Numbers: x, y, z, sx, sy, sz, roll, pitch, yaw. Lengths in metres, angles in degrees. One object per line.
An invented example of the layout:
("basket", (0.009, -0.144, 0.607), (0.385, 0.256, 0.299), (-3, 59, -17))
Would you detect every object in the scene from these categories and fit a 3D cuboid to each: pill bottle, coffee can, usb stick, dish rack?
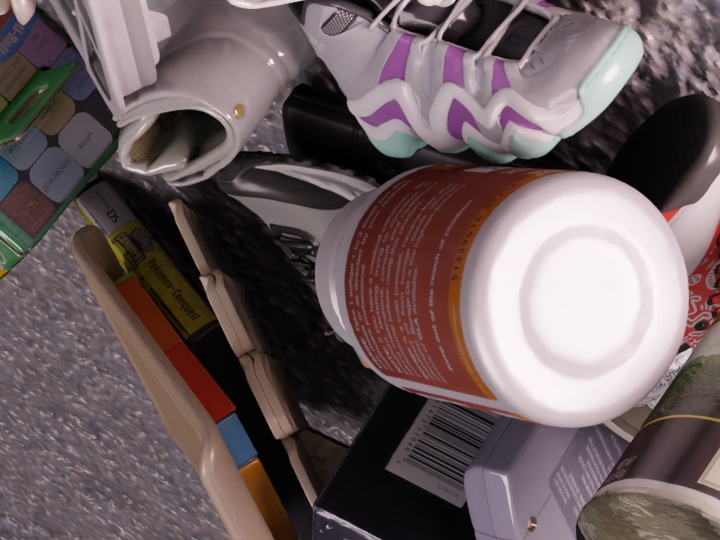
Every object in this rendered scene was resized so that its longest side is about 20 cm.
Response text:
("pill bottle", (0.056, 0.007, 1.288), (0.112, 0.112, 0.200), (49, 164, -20))
("coffee can", (0.207, 0.074, 1.237), (0.146, 0.200, 0.147), (29, 151, 17))
("usb stick", (0.043, -0.051, 1.431), (0.199, 0.033, 0.056), (20, 144, 33))
("dish rack", (-0.148, -0.190, 1.362), (0.200, 0.043, 0.172), (58, 167, 35))

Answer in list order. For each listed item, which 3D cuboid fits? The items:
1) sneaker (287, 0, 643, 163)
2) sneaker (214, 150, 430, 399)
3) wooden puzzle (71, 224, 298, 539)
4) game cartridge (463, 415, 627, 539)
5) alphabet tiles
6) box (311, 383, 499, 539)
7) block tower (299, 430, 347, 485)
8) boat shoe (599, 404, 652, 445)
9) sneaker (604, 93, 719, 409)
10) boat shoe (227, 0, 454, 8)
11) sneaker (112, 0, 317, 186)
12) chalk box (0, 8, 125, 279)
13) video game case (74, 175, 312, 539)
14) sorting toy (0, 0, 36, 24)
("sneaker", (0.030, -0.120, 1.289), (0.140, 0.078, 0.200), (49, 151, -23))
("sneaker", (0.000, 0.000, 1.456), (0.200, 0.080, 0.074), (35, 167, -33))
("wooden puzzle", (-0.091, 0.087, 1.598), (0.200, 0.037, 0.185), (56, 173, 40))
("game cartridge", (0.120, 0.136, 1.516), (0.040, 0.134, 0.201), (6, 139, 34))
("alphabet tiles", (-0.059, 0.050, 1.606), (0.196, 0.015, 0.200), (64, 180, 3))
("box", (0.048, 0.146, 1.601), (0.104, 0.148, 0.200), (26, 152, 14))
("block tower", (0.007, 0.160, 1.779), (0.199, 0.054, 0.058), (26, 150, 24))
("boat shoe", (0.173, 0.087, 1.442), (0.199, 0.073, 0.063), (30, 150, 6))
("sneaker", (0.161, -0.003, 1.337), (0.107, 0.068, 0.202), (17, 138, -15))
("boat shoe", (0.033, -0.143, 1.191), (0.199, 0.070, 0.071), (-7, 150, 22))
("sneaker", (-0.105, -0.100, 1.445), (0.074, 0.116, 0.200), (48, 153, -24))
("chalk box", (-0.219, -0.075, 1.615), (0.124, 0.125, 0.200), (41, 152, -7))
("video game case", (-0.094, 0.059, 1.696), (0.181, 0.025, 0.200), (47, 167, 48))
("sorting toy", (-0.254, -0.179, 1.394), (0.199, 0.108, 0.180), (1, -175, 0))
